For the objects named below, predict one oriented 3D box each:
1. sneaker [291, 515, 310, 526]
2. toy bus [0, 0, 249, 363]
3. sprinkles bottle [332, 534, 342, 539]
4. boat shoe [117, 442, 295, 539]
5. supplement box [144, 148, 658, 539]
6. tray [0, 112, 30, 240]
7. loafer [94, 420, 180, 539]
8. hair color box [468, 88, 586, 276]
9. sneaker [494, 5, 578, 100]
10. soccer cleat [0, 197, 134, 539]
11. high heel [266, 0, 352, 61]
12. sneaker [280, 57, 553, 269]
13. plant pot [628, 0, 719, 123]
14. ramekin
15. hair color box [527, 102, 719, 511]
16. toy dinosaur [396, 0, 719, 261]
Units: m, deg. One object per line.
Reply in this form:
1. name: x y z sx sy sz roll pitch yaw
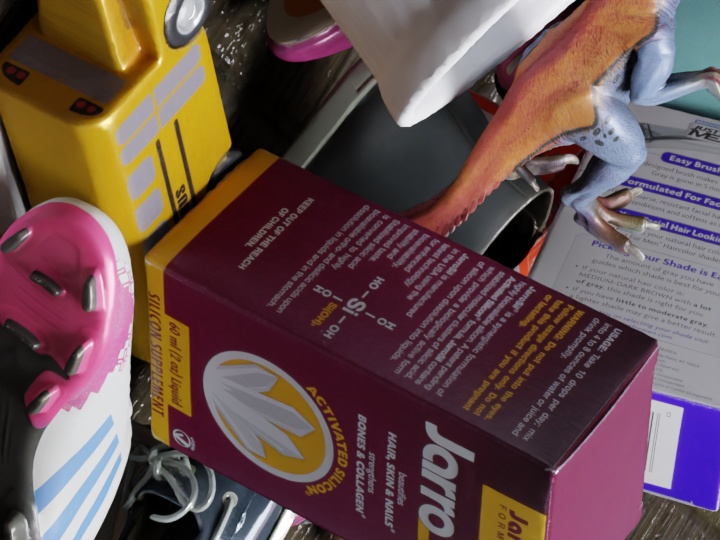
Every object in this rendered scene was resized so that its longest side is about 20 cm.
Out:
1. sneaker: -0.009 0.077 1.323 0.074 0.199 0.081 -7 85 -51
2. toy bus: -0.098 -0.055 1.163 0.078 0.065 0.201 -49 151 -26
3. sprinkles bottle: 0.005 0.083 1.441 0.068 0.068 0.201 -44 147 -25
4. boat shoe: -0.077 0.109 1.251 0.062 0.075 0.201 30 76 -38
5. supplement box: 0.015 0.050 1.165 0.086 0.199 0.111 -45 151 -37
6. tray: -0.169 0.008 1.166 0.107 0.022 0.201 -41 145 -27
7. loafer: -0.143 0.160 1.303 0.063 0.072 0.201 21 92 -42
8. hair color box: 0.063 0.004 1.426 0.061 0.101 0.201 -43 147 -27
9. sneaker: 0.131 -0.089 1.472 0.200 0.073 0.088 -17 123 -56
10. soccer cleat: -0.127 0.048 1.186 0.086 0.070 0.201 -33 146 -53
11. high heel: 0.026 -0.123 1.297 0.200 0.067 0.096 -49 140 -42
12. sneaker: 0.000 0.000 1.288 0.075 0.106 0.200 -20 151 -49
13. plant pot: 0.226 -0.138 1.393 0.200 0.160 0.202 35 46 -47
14. ramekin: 0.061 -0.158 1.124 0.200 0.098 0.200 -40 177 -3
15. hair color box: 0.135 0.010 1.274 0.200 0.109 0.065 -61 161 -46
16. toy dinosaur: 0.108 -0.080 1.145 0.199 0.105 0.182 -28 154 -24
